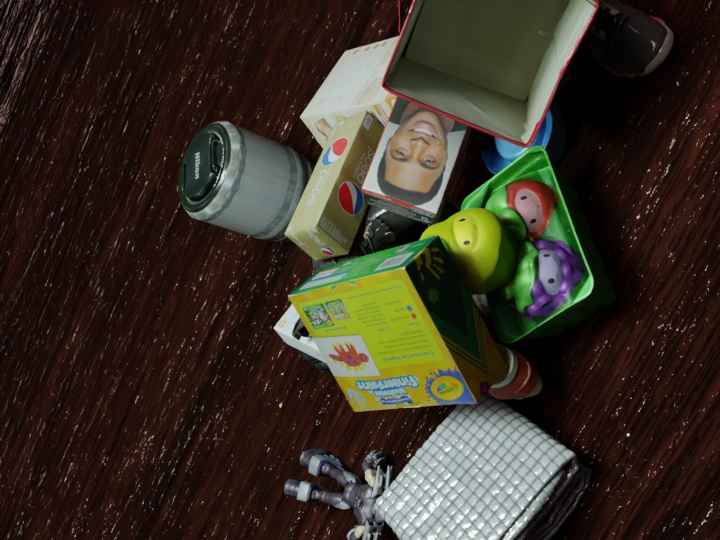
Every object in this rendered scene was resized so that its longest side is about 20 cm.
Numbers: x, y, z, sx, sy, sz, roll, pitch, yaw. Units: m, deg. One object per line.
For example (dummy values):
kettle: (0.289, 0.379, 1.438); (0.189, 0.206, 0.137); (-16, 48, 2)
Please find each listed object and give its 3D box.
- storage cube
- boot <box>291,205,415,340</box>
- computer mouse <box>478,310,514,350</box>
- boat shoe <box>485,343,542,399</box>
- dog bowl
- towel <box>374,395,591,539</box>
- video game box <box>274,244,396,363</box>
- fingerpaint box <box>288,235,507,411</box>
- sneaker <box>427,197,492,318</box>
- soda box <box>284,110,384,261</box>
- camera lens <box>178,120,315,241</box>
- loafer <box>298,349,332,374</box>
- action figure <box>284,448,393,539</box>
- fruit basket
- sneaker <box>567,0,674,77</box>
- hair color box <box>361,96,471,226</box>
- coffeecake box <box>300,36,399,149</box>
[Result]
storage cube: (0.141, -0.270, 0.957); (0.180, 0.198, 0.172); (-68, 0, -61)
boot: (0.000, 0.000, 1.137); (0.199, 0.069, 0.175); (-28, 38, 29)
computer mouse: (0.130, 0.048, 1.077); (0.201, 0.034, 0.059); (56, 149, 14)
boat shoe: (0.127, 0.106, 1.029); (0.199, 0.062, 0.072); (12, 77, 53)
dog bowl: (0.202, -0.205, 1.116); (0.111, 0.049, 0.202); (-34, 54, 37)
towel: (0.138, 0.254, 0.974); (0.200, 0.086, 0.165); (-49, 42, -6)
video game box: (0.001, 0.046, 1.174); (0.199, 0.047, 0.183); (18, 67, 47)
fingerpaint box: (0.038, 0.066, 0.967); (0.199, 0.073, 0.168); (-15, 109, 48)
sneaker: (0.135, -0.017, 1.100); (0.078, 0.085, 0.201); (-51, 45, 23)
soda box: (-0.026, -0.114, 1.164); (0.067, 0.064, 0.201); (-12, 46, 46)
camera lens: (-0.182, -0.141, 1.415); (0.159, 0.199, 0.162); (-20, 63, 44)
loafer: (0.011, 0.086, 1.222); (0.199, 0.072, 0.073); (-24, 38, 22)
action figure: (-0.011, 0.300, 1.175); (0.199, 0.069, 0.131); (12, 79, 46)
fruit basket: (0.167, -0.029, 0.979); (0.155, 0.214, 0.217); (-37, 52, 35)
sneaker: (0.279, -0.293, 1.032); (0.077, 0.081, 0.200); (-59, 42, 15)
hair color box: (0.082, -0.167, 1.091); (0.101, 0.061, 0.202); (18, 78, 8)
coffeecake box: (0.033, -0.261, 1.254); (0.199, 0.073, 0.154); (-2, 48, 44)
